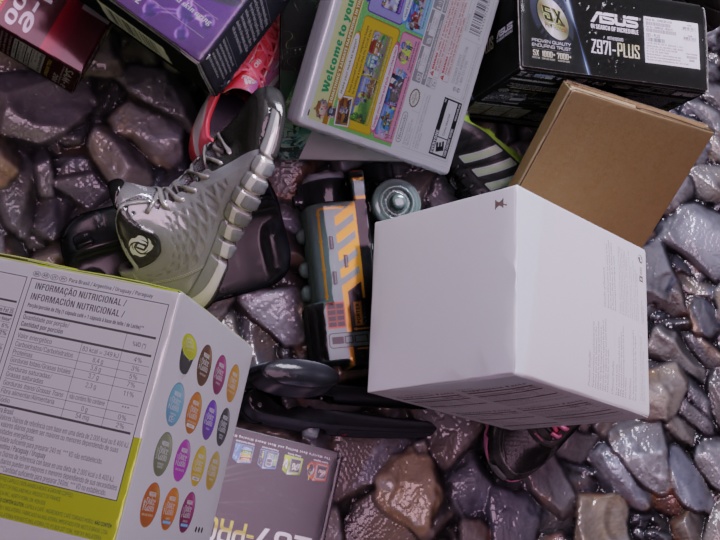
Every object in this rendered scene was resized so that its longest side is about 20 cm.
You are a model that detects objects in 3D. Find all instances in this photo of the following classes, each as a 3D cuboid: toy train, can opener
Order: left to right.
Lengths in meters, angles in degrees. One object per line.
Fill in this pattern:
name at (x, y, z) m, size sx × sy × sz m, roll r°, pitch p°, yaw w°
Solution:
can opener at (-0.017, 0.123, 1.024) m, size 0.199 × 0.079 × 0.064 m, roll 16°, pitch 76°, yaw -29°
toy train at (0.000, 0.000, 1.041) m, size 0.113 × 0.085 × 0.201 m, roll -5°, pitch 83°, yaw -11°

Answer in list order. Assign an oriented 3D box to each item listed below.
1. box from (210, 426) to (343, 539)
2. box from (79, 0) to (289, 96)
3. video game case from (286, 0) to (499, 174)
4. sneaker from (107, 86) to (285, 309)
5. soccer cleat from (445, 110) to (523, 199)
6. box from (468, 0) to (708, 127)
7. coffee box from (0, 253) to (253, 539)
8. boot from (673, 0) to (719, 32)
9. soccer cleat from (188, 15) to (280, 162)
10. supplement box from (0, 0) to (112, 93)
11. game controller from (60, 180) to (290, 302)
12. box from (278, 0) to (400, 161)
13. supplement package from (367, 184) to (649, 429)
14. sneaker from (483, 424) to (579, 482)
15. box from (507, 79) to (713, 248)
box at (-0.128, 0.210, 0.973) m, size 0.199 × 0.049 × 0.162 m, roll 17°, pitch 78°, yaw -15°
box at (-0.121, -0.269, 0.922) m, size 0.148 × 0.104 × 0.200 m, roll 35°, pitch 85°, yaw 4°
video game case at (0.036, -0.199, 0.974) m, size 0.182 × 0.022 × 0.201 m, roll 13°, pitch 95°, yaw -42°
sneaker at (-0.143, -0.070, 0.937) m, size 0.115 × 0.075 × 0.201 m, roll 20°, pitch 101°, yaw -18°
soccer cleat at (0.111, -0.095, 1.105) m, size 0.200 × 0.068 × 0.081 m, roll 31°, pitch 85°, yaw -13°
box at (0.202, -0.198, 1.100) m, size 0.199 × 0.164 × 0.087 m, roll 3°, pitch 80°, yaw -19°
coffee box at (-0.215, 0.111, 0.842) m, size 0.199 × 0.200 × 0.199 m, roll 10°, pitch 77°, yaw 12°
boot at (0.281, -0.307, 1.187) m, size 0.199 × 0.073 × 0.151 m, roll 4°, pitch 43°, yaw 20°
soccer cleat at (-0.100, -0.178, 1.032) m, size 0.066 × 0.076 × 0.201 m, roll 24°, pitch 75°, yaw -16°
supplement box at (-0.305, -0.253, 0.977) m, size 0.199 × 0.061 × 0.109 m, roll 30°, pitch 72°, yaw -15°
game controller at (-0.158, -0.018, 1.011) m, size 0.199 × 0.042 × 0.105 m, roll -16°, pitch 101°, yaw -21°
box at (-0.001, -0.198, 1.025) m, size 0.144 × 0.036 × 0.201 m, roll 0°, pitch 104°, yaw -7°
supplement package at (0.128, 0.041, 0.970) m, size 0.200 × 0.150 × 0.153 m, roll 20°, pitch 66°, yaw -44°
sneaker at (0.197, 0.118, 1.084) m, size 0.079 × 0.095 × 0.200 m, roll 47°, pitch 71°, yaw -9°
box at (0.216, -0.069, 1.083) m, size 0.163 × 0.021 × 0.201 m, roll 12°, pitch 122°, yaw -23°
